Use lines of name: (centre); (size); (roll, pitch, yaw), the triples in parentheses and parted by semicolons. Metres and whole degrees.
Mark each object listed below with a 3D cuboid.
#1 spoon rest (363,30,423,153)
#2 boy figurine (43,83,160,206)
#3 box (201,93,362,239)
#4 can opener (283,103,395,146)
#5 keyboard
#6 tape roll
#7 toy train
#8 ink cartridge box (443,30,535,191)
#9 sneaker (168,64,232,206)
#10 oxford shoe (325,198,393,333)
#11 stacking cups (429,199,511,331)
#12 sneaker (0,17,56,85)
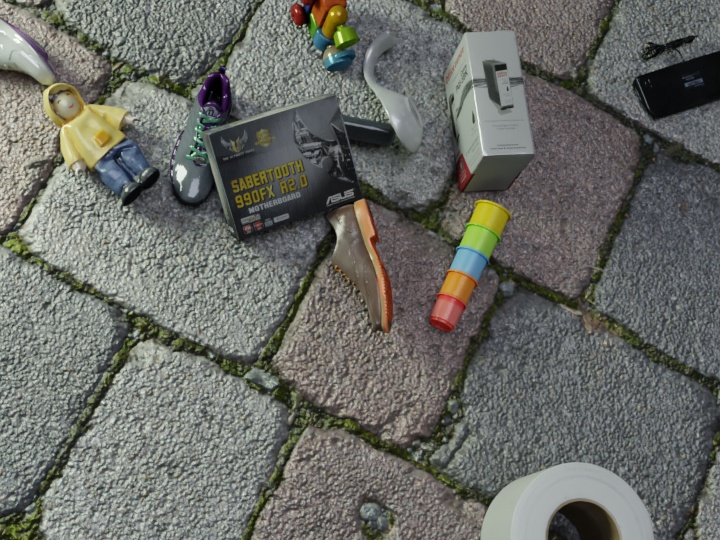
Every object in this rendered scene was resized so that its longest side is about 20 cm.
spoon rest: (0.047, -0.265, 1.659); (0.060, 0.099, 0.201); (-21, 64, 18)
boy figurine: (-0.372, -0.191, 1.556); (0.124, 0.064, 0.200); (-41, 88, -17)
box: (-0.111, -0.151, 1.569); (0.199, 0.048, 0.159); (-19, 107, -17)
can opener: (-0.049, -0.209, 1.640); (0.199, 0.053, 0.067); (5, 107, -8)
keyboard: (0.537, -0.330, 1.806); (0.199, 0.021, 0.128); (-18, 84, -17)
tape roll: (0.277, 0.368, 1.478); (0.202, 0.139, 0.204); (3, 73, -10)
toy train: (-0.035, -0.380, 1.611); (0.084, 0.200, 0.116); (-19, 82, -16)
ink cartridge box: (0.189, -0.237, 1.639); (0.082, 0.147, 0.201); (-4, 73, -10)
sneaker: (-0.230, -0.196, 1.572); (0.074, 0.088, 0.201); (12, 71, -8)
oxford shoe: (0.000, 0.000, 1.580); (0.073, 0.071, 0.201); (-15, 72, 5)
stacking cups: (0.162, -0.004, 1.611); (0.060, 0.061, 0.201); (24, 72, -3)
sneaker: (-0.528, -0.316, 1.568); (0.200, 0.075, 0.100); (35, 88, 1)
